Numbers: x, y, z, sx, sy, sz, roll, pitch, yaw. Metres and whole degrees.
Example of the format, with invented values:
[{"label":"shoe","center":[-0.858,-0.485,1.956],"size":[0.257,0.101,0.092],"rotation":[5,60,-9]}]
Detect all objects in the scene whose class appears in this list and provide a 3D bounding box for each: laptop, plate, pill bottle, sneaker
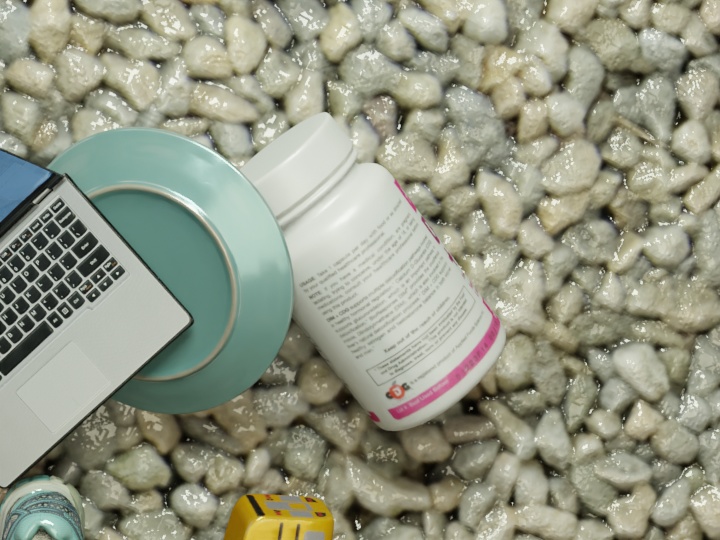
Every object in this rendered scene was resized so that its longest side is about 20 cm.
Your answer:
[{"label":"laptop","center":[-0.248,0.029,1.069],"size":[0.187,0.116,0.200],"rotation":[-41,94,17]},{"label":"plate","center":[-0.141,0.006,1.118],"size":[0.199,0.026,0.202],"rotation":[5,110,14]},{"label":"pill bottle","center":[0.000,0.000,1.152],"size":[0.113,0.113,0.200],"rotation":[-39,105,-4]},{"label":"sneaker","center":[-0.219,0.246,1.154],"size":[0.077,0.086,0.201],"rotation":[-5,99,-11]}]

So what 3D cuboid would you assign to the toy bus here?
[{"label":"toy bus","center":[-0.071,0.263,1.202],"size":[0.078,0.065,0.201],"rotation":[5,97,-15]}]
